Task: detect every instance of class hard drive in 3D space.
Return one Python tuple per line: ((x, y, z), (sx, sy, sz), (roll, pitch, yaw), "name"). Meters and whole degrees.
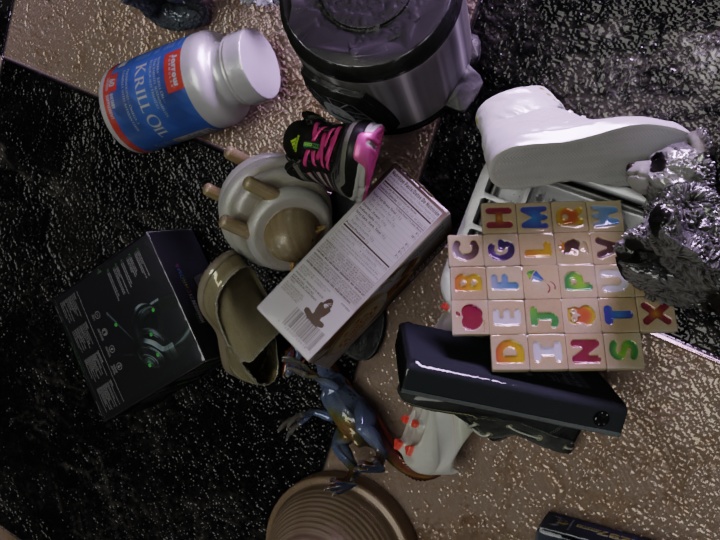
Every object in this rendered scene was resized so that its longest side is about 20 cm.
((0.133, 0.098, 0.789), (0.198, 0.140, 0.033), (12, 102, -2), "hard drive")

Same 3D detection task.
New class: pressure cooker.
((0.026, -0.230, 0.823), (0.177, 0.200, 0.177), (-15, 76, 8), "pressure cooker")

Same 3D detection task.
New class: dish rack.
((0.194, -0.012, 0.831), (0.199, 0.043, 0.173), (22, 92, 23), "dish rack")

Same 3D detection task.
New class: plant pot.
((-0.037, 0.342, 0.966), (0.199, 0.093, 0.203), (2, 96, 25), "plant pot")

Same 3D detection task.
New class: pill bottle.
((-0.198, -0.214, 0.980), (0.198, 0.112, 0.113), (-13, 89, 27), "pill bottle")

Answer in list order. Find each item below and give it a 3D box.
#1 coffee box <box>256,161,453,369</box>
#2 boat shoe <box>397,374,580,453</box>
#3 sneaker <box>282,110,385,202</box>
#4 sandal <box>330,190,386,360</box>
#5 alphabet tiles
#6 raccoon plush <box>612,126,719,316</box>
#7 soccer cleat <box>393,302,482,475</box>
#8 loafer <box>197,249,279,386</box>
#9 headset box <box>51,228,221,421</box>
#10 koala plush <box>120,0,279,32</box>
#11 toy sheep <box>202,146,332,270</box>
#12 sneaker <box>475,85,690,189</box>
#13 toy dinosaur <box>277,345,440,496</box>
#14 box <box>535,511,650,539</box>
((0.000, 0.000, 0.862), (0.080, 0.114, 0.200), (43, 87, 12), "coffee box")
((0.129, 0.141, 0.836), (0.198, 0.072, 0.068), (11, 109, -11), "boat shoe")
((-0.033, -0.114, 0.811), (0.087, 0.200, 0.074), (17, 93, -10), "sneaker")
((-0.016, 0.003, 0.946), (0.075, 0.048, 0.203), (-3, 93, 26), "sandal")
((0.180, 0.011, 0.760), (0.198, 0.006, 0.168), (-1, 65, 4), "alphabet tiles")
((0.313, -0.026, 0.729), (0.200, 0.134, 0.097), (40, 155, 0), "raccoon plush")
((0.099, 0.121, 0.898), (0.069, 0.077, 0.202), (18, 89, 67), "soccer cleat")
((-0.127, 0.058, 0.943), (0.068, 0.076, 0.201), (26, 147, 26), "loafer")
((-0.262, 0.064, 1.049), (0.199, 0.093, 0.175), (-32, 81, 25), "headset box")
((-0.169, -0.365, 0.930), (0.198, 0.184, 0.179), (6, 98, 14), "koala plush")
((-0.099, -0.070, 0.929), (0.138, 0.137, 0.200), (-58, 32, 19), "toy sheep")
((0.211, -0.139, 0.805), (0.198, 0.116, 0.074), (-2, 132, -5), "sneaker")
((-0.025, 0.161, 0.966), (0.105, 0.199, 0.183), (-47, 39, 36), "toy dinosaur")
((0.248, 0.365, 0.848), (0.156, 0.051, 0.202), (10, 100, 26), "box")
